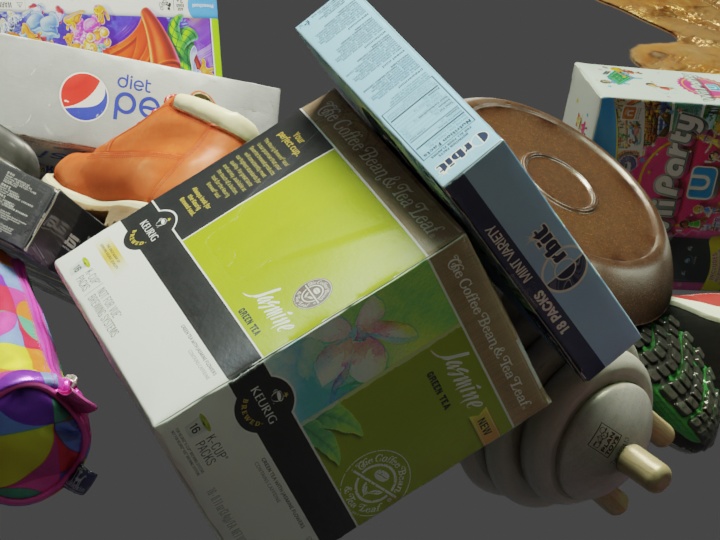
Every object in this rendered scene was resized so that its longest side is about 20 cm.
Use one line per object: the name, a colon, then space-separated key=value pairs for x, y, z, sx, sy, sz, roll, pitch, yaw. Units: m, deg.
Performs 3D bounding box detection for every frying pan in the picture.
frying pan: x=-0.227 y=-0.070 z=1.808 sx=0.115 sy=0.031 sz=0.190 roll=24 pitch=-7 yaw=36

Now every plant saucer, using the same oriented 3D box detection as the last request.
plant saucer: x=0.117 y=-0.045 z=1.791 sx=0.200 sy=0.032 sz=0.200 roll=24 pitch=31 yaw=-16

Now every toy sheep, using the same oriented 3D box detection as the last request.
toy sheep: x=0.109 y=0.077 z=1.665 sx=0.138 sy=0.138 sz=0.200 roll=-13 pitch=29 yaw=-43

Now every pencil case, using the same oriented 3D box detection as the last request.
pencil case: x=-0.205 y=0.056 z=1.629 sx=0.088 sy=0.089 sz=0.200 roll=1 pitch=26 yaw=-21

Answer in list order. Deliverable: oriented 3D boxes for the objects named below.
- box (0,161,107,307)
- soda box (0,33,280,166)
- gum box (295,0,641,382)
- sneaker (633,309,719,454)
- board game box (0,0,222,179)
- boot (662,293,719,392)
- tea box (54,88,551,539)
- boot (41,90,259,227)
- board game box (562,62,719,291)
box: x=-0.233 y=-0.037 z=1.775 sx=0.200 sy=0.049 sz=0.161 roll=25 pitch=-8 yaw=29
soda box: x=-0.156 y=-0.100 z=1.896 sx=0.199 sy=0.069 sz=0.063 roll=9 pitch=-14 yaw=-20
gum box: x=0.058 y=-0.050 z=1.592 sx=0.045 sy=0.170 sz=0.200 roll=-38 pitch=38 yaw=-1
sneaker: x=0.137 y=0.051 z=1.788 sx=0.200 sy=0.085 sz=0.078 roll=36 pitch=31 yaw=6
board game box: x=-0.190 y=-0.122 z=1.961 sx=0.199 sy=0.135 sz=0.045 roll=-1 pitch=-7 yaw=-32
boot: x=0.220 y=0.043 z=1.879 sx=0.199 sy=0.073 sz=0.144 roll=0 pitch=7 yaw=-1
tea box: x=-0.035 y=0.033 z=1.588 sx=0.196 sy=0.134 sz=0.200 roll=-32 pitch=34 yaw=-4
boot: x=-0.129 y=-0.063 z=1.795 sx=0.075 sy=0.107 sz=0.200 roll=32 pitch=-9 yaw=-30
board game box: x=0.234 y=-0.061 z=2.005 sx=0.199 sy=0.148 sz=0.064 roll=3 pitch=27 yaw=-17
